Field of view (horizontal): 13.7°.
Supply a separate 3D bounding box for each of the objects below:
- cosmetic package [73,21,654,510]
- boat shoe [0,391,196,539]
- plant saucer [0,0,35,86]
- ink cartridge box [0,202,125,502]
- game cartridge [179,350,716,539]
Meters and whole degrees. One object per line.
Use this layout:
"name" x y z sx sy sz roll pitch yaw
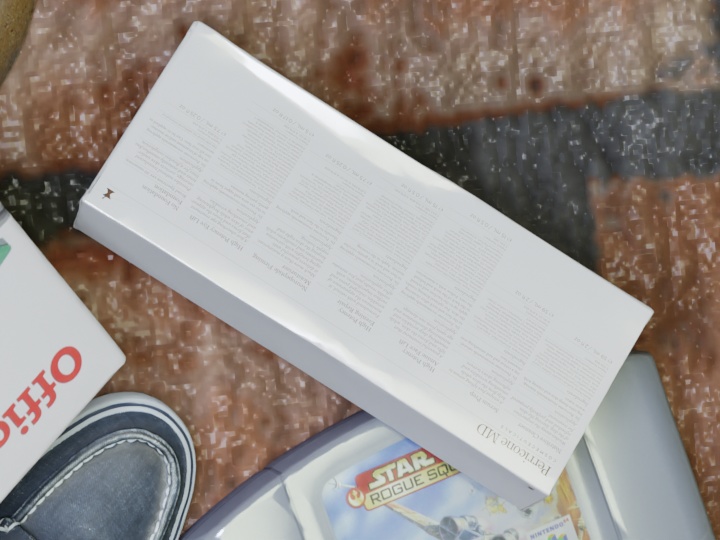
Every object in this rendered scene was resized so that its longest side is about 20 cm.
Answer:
"cosmetic package" 0.000 0.000 1.100 0.199 0.051 0.083 33 73 -2
"boat shoe" -0.121 0.131 1.066 0.071 0.091 0.201 40 80 -12
"plant saucer" -0.210 -0.122 1.069 0.199 0.035 0.202 0 90 -15
"ink cartridge box" -0.195 0.009 1.010 0.146 0.084 0.200 -49 120 -20
"game cartridge" 0.038 0.111 1.141 0.199 0.042 0.134 -22 100 -15
